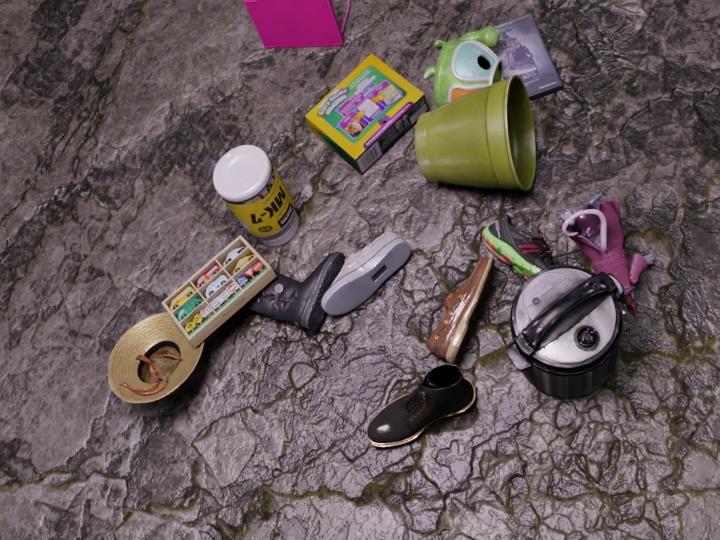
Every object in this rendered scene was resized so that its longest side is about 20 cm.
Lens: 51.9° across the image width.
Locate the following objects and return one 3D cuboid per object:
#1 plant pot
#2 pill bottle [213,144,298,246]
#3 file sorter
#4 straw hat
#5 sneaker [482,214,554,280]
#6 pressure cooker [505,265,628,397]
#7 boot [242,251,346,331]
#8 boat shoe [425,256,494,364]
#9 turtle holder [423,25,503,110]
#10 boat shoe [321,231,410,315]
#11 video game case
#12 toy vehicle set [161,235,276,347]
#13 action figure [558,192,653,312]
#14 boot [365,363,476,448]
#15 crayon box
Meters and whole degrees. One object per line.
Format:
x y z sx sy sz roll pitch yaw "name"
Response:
0.207 -0.239 1.363 0.189 0.200 0.205 -4 63 27 "plant pot"
-0.192 -0.136 1.414 0.111 0.201 0.117 -7 62 13 "pill bottle"
-0.135 -0.601 1.660 0.195 0.140 0.128 4 62 18 "file sorter"
-0.368 0.183 1.375 0.196 0.086 0.204 -8 46 8 "straw hat"
0.301 -0.031 1.288 0.084 0.077 0.200 -45 62 -4 "sneaker"
0.321 0.090 1.151 0.174 0.201 0.180 7 68 20 "pressure cooker"
-0.143 0.017 1.410 0.196 0.066 0.167 14 62 30 "boot"
0.175 0.060 1.283 0.066 0.072 0.203 21 75 22 "boat shoe"
0.216 -0.385 1.455 0.129 0.144 0.186 10 37 27 "turtle holder"
0.000 0.000 1.372 0.199 0.071 0.070 -42 45 -6 "boat shoe"
0.313 -0.426 1.509 0.140 0.019 0.204 -18 62 8 "video game case"
-0.266 0.036 1.385 0.199 0.027 0.124 -42 50 -11 "toy vehicle set"
0.413 -0.022 1.208 0.132 0.149 0.204 -24 92 13 "action figure"
0.086 0.212 1.198 0.197 0.139 0.078 -29 60 2 "boot"
0.012 -0.326 1.527 0.200 0.059 0.172 -43 60 -7 "crayon box"
